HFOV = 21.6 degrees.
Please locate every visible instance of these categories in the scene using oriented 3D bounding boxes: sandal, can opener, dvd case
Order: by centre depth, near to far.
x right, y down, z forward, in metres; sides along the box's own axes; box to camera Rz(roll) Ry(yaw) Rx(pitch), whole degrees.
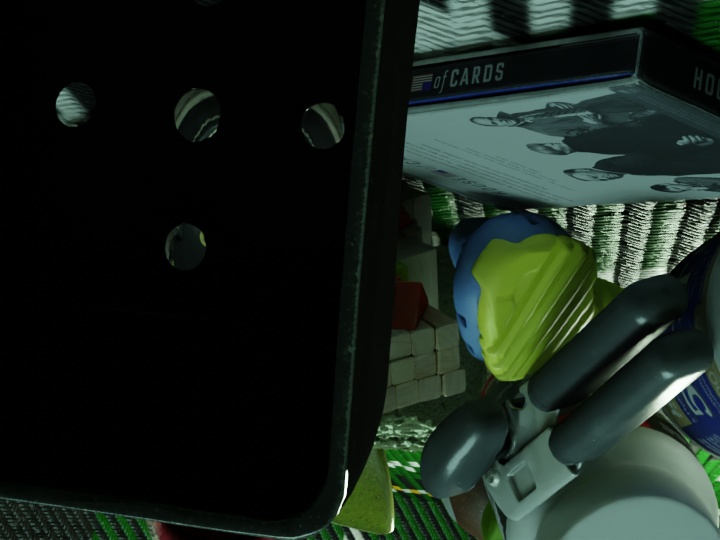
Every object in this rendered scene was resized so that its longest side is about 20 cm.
[{"bbox_3d":[0.084,-0.056,0.776,0.150,0.025,0.199,17,168,-41],"label":"dvd case"},{"bbox_3d":[0.087,0.067,0.877,0.066,0.054,0.200,-13,160,-26],"label":"can opener"},{"bbox_3d":[0.075,0.006,0.948,0.087,0.080,0.200,41,-179,18],"label":"sandal"}]

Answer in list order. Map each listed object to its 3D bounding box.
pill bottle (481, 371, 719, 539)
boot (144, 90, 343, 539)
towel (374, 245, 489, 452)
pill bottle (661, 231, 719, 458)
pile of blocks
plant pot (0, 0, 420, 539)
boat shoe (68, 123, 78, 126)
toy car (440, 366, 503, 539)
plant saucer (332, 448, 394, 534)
[{"bbox_3d":[0.127,0.119,1.015,0.113,0.115,0.200,10,-163,-9],"label":"pill bottle"},{"bbox_3d":[-0.051,0.024,0.774,0.073,0.152,0.200,7,152,-8],"label":"boot"},{"bbox_3d":[-0.020,0.036,1.077,0.198,0.149,0.037,6,139,14],"label":"towel"},{"bbox_3d":[0.202,0.034,0.905,0.119,0.121,0.200,9,170,-3],"label":"pill bottle"},{"bbox_3d":[0.000,0.000,0.892,0.081,0.063,0.200,-4,-160,-2],"label":"pile of blocks"},{"bbox_3d":[-0.071,-0.048,0.514,0.198,0.202,0.177,5,180,14],"label":"plant pot"},{"bbox_3d":[-0.103,-0.042,0.911,0.068,0.073,0.200,16,158,-27],"label":"boat shoe"},{"bbox_3d":[0.060,0.068,1.188,0.199,0.158,0.164,33,-169,-12],"label":"toy car"},{"bbox_3d":[-0.068,0.056,1.176,0.199,0.201,0.048,17,126,-23],"label":"plant saucer"}]
